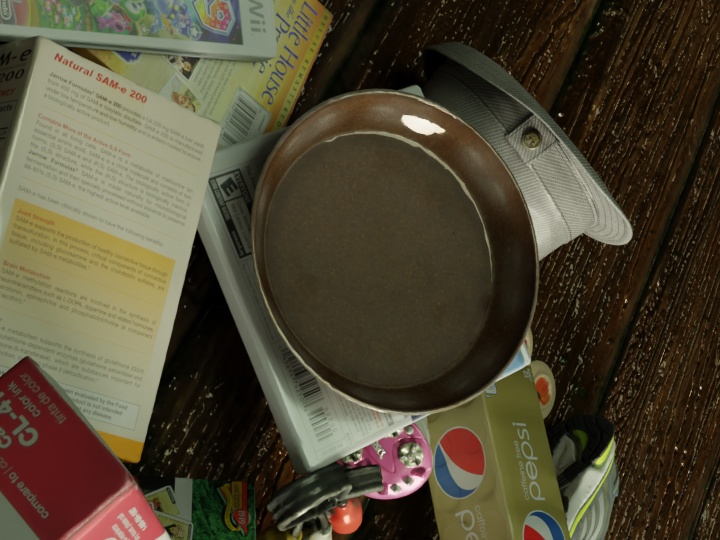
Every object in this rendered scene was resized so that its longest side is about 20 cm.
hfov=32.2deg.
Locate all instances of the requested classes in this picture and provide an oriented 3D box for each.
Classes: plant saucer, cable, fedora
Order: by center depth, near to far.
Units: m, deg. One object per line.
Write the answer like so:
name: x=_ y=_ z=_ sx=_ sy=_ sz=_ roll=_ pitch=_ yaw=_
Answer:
cable: x=-0.016 y=0.142 z=0.733 sx=0.097 sy=0.200 sz=0.051 roll=-20 pitch=81 yaw=-15
plant saucer: x=0.019 y=-0.010 z=0.767 sx=0.199 sy=0.034 sz=0.202 roll=7 pitch=75 yaw=-26
fedora: x=0.092 y=-0.064 z=0.895 sx=0.090 sy=0.177 sz=0.200 roll=-42 pitch=106 yaw=-6

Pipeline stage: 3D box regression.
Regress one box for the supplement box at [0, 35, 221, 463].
supplement box: x=-0.165 y=-0.008 z=0.679 sx=0.126 sy=0.073 sz=0.201 roll=24 pitch=72 yaw=-42

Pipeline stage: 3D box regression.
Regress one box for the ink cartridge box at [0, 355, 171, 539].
ink cartridge box: x=-0.187 y=0.151 z=0.554 sx=0.200 sy=0.086 sz=0.148 roll=-38 pitch=160 yaw=-17

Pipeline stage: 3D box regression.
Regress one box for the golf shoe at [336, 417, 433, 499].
golf shoe: x=-0.011 y=0.054 z=0.844 sx=0.201 sy=0.075 sz=0.092 roll=66 pitch=16 yaw=-9

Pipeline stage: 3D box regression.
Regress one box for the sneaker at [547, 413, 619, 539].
sneaker: x=0.157 y=0.209 z=0.990 sx=0.200 sy=0.074 sz=0.081 roll=-47 pitch=123 yaw=-33

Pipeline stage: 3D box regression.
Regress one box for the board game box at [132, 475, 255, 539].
board game box: x=-0.106 y=0.196 z=0.657 sx=0.104 sy=0.024 sz=0.201 roll=6 pitch=44 yaw=-13

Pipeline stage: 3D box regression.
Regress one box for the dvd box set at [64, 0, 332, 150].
dvd box set: x=-0.112 y=-0.163 z=0.770 sx=0.200 sy=0.029 sz=0.147 roll=39 pitch=61 yaw=-35

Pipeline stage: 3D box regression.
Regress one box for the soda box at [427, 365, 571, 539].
soda box: x=0.096 y=0.168 z=0.866 sx=0.064 sy=0.068 sz=0.201 roll=11 pitch=60 yaw=-41

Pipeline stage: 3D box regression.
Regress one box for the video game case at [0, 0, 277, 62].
video game case: x=-0.134 y=-0.198 z=0.719 sx=0.199 sy=0.018 sz=0.144 roll=-4 pitch=89 yaw=-44

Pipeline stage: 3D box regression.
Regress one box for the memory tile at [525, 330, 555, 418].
memory tile: x=0.083 y=0.068 z=0.961 sx=0.153 sy=0.017 sz=0.201 roll=-46 pitch=119 yaw=-36

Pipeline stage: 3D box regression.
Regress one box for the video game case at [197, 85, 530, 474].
video game case: x=0.000 y=0.000 z=0.787 sx=0.182 sy=0.023 sz=0.201 roll=-22 pitch=89 yaw=-30
